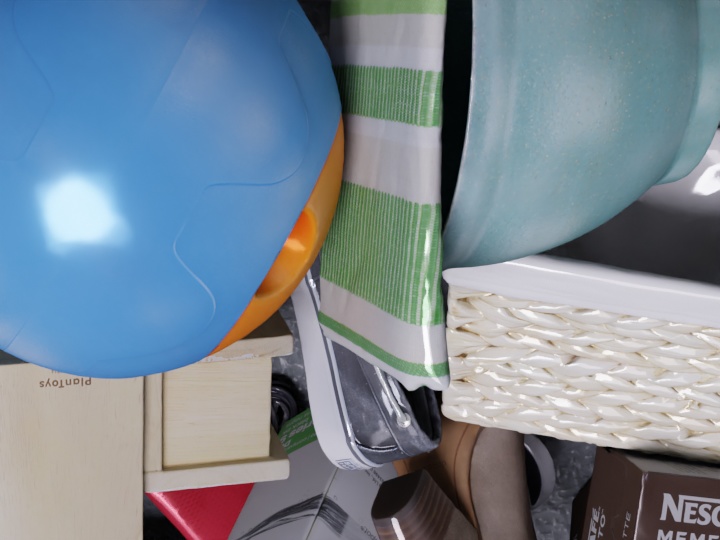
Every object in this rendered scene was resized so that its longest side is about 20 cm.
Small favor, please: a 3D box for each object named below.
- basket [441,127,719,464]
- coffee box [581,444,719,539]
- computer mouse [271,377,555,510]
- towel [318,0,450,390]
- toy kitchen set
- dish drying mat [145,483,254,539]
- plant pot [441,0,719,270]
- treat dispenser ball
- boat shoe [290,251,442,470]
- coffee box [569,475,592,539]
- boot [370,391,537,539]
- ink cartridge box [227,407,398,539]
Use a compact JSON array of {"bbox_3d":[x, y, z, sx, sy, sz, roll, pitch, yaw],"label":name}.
[{"bbox_3d":[0.140,0.007,0.916,0.198,0.136,0.124,10,131,4],"label":"basket"},{"bbox_3d":[0.218,0.160,0.927,0.198,0.080,0.115,8,94,-11],"label":"coffee box"},{"bbox_3d":[0.023,0.111,1.071,0.198,0.044,0.110,0,121,19],"label":"computer mouse"},{"bbox_3d":[0.013,-0.059,0.760,0.023,0.152,0.202,0,97,-15],"label":"towel"},{"bbox_3d":[-0.153,0.083,0.936,0.198,0.181,0.165,-4,113,-16],"label":"toy kitchen set"},{"bbox_3d":[-0.088,0.117,1.050,0.077,0.018,0.200,-44,101,-13],"label":"dish drying mat"},{"bbox_3d":[0.081,-0.098,0.796,0.133,0.201,0.201,0,129,-15],"label":"plant pot"},{"bbox_3d":[-0.106,-0.054,0.772,0.199,0.202,0.202,5,127,7],"label":"treat dispenser ball"},{"bbox_3d":[0.000,0.000,0.925,0.067,0.072,0.202,-16,80,30],"label":"boat shoe"},{"bbox_3d":[0.223,0.188,1.041,0.199,0.113,0.080,26,126,-9],"label":"coffee box"},{"bbox_3d":[0.072,0.143,0.963,0.070,0.200,0.147,-16,115,37],"label":"boot"},{"bbox_3d":[-0.003,0.180,0.973,0.084,0.200,0.146,-27,111,32],"label":"ink cartridge box"}]
